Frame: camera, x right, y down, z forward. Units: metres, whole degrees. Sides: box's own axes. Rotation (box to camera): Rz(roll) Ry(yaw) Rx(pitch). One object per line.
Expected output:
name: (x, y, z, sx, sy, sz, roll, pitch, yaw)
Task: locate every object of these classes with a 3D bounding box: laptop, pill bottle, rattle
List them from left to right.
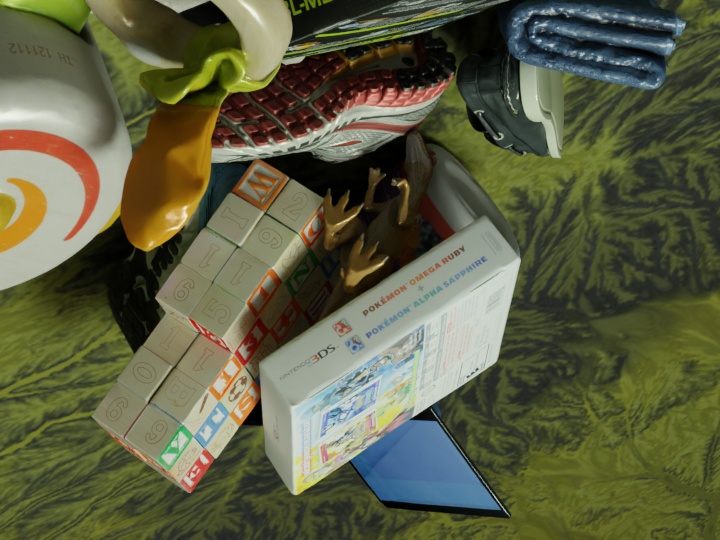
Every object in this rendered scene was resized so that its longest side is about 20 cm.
rattle: (-0.123, -0.131, 1.129, 0.143, 0.130, 0.200, -48, 156, -15)
laptop: (-0.016, 0.152, 1.718, 0.199, 0.104, 0.177, -5, 180, -34)
pill bottle: (0.008, 0.010, 1.605, 0.200, 0.112, 0.111, -39, 148, 15)

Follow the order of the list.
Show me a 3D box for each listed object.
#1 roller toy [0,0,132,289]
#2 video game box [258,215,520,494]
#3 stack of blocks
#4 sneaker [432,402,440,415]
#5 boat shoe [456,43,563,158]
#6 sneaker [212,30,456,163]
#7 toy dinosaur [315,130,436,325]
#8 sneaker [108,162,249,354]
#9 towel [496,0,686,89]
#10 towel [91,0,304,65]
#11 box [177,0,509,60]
roller toy: (-0.227, -0.075, 1.243, 0.182, 0.140, 0.200, -16, 148, -12)
video game box: (0.017, 0.062, 1.490, 0.182, 0.047, 0.200, -35, 163, -14)
stack of blocks: (-0.091, 0.039, 1.465, 0.200, 0.058, 0.115, -54, 158, -10)
sneaker: (0.044, 0.073, 1.763, 0.089, 0.079, 0.200, -26, 149, -2)
boat shoe: (0.104, -0.117, 1.534, 0.066, 0.075, 0.199, -2, 179, 11)
sneaker: (-0.030, -0.099, 1.447, 0.199, 0.078, 0.082, -13, 147, -27)
toy dinosaur: (0.000, 0.000, 1.450, 0.200, 0.060, 0.106, -56, 160, -5)
sneaker: (-0.113, 0.002, 1.528, 0.090, 0.079, 0.200, -14, 146, -31)
towel: (0.143, -0.160, 1.404, 0.111, 0.200, 0.049, 11, 104, 0)
towel: (-0.070, -0.189, 1.324, 0.199, 0.035, 0.133, 7, 133, -45)
box: (0.028, -0.164, 1.262, 0.199, 0.048, 0.193, -17, -176, -41)
